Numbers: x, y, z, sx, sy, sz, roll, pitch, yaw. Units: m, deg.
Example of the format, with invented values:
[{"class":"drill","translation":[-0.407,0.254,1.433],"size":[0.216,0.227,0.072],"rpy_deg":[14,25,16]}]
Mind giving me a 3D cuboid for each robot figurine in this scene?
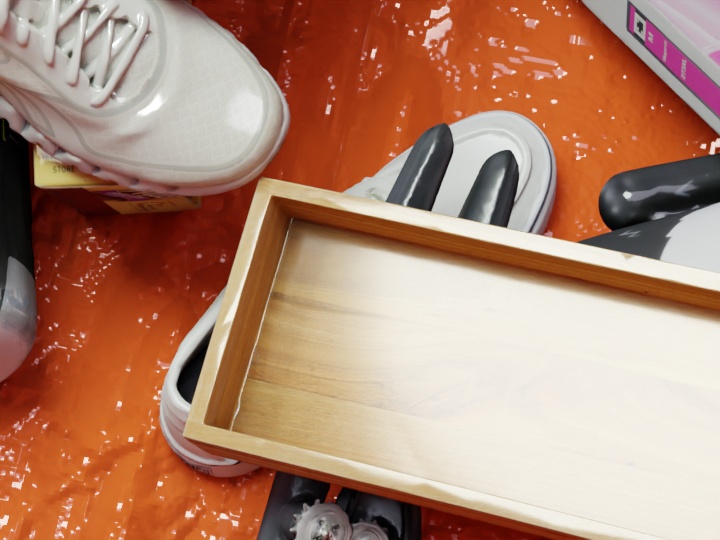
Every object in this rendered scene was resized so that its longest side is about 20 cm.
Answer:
[{"class":"robot figurine","translation":[0.147,0.033,0.939],"size":[0.199,0.125,0.151],"rpy_deg":[-14,96,-6]}]

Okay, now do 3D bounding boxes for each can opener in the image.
[{"class":"can opener","translation":[0.006,0.042,0.930],"size":[0.063,0.079,0.201],"rpy_deg":[16,92,-11]}]

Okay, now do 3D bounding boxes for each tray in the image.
[{"class":"tray","translation":[0.047,0.037,0.870],"size":[0.199,0.037,0.099],"rpy_deg":[12,78,18]}]

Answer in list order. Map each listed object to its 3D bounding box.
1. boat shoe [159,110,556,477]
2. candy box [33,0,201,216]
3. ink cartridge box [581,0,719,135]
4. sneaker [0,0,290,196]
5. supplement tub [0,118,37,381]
[{"class":"boat shoe","translation":[0.000,0.000,0.984],"size":[0.200,0.066,0.072],"rpy_deg":[-36,73,-13]},{"class":"candy box","translation":[-0.097,-0.126,0.977],"size":[0.056,0.117,0.201],"rpy_deg":[-2,86,2]},{"class":"ink cartridge box","translation":[0.160,-0.098,0.984],"size":[0.094,0.037,0.200],"rpy_deg":[-17,37,-18]},{"class":"sneaker","translation":[-0.116,-0.089,0.874],"size":[0.200,0.081,0.075],"rpy_deg":[30,86,-4]},{"class":"supplement tub","translation":[-0.191,-0.056,0.975],"size":[0.122,0.123,0.201],"rpy_deg":[-5,68,-2]}]
